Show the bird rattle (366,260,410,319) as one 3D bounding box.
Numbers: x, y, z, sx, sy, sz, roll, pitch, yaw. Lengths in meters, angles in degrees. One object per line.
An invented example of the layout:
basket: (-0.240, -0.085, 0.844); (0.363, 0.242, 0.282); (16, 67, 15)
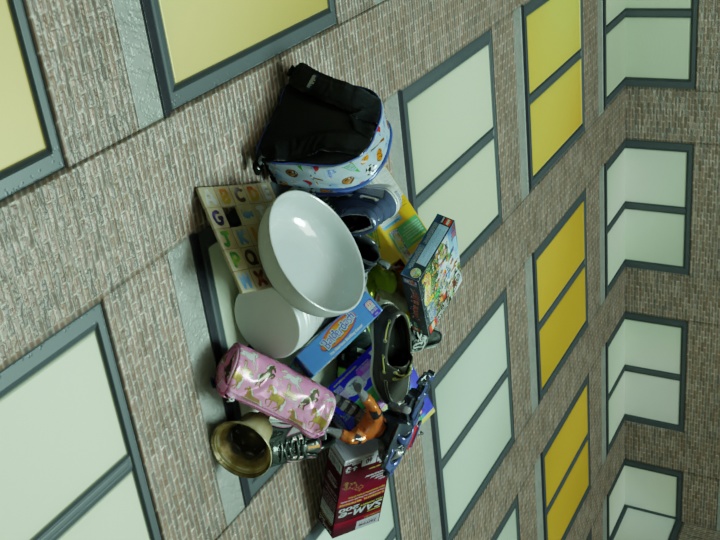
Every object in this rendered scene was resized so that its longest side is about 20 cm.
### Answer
bird rattle: (0.069, 0.005, 1.903); (0.163, 0.112, 0.200); (48, 40, -7)

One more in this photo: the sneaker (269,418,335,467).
sneaker: (-0.112, 0.288, 1.694); (0.199, 0.085, 0.082); (-19, 112, -57)

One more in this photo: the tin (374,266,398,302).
tin: (0.060, 0.043, 1.995); (0.199, 0.041, 0.114); (-27, 116, -56)

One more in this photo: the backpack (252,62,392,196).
backpack: (-0.046, -0.205, 1.578); (0.154, 0.188, 0.202); (48, 55, -54)

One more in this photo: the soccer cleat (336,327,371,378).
soccer cleat: (-0.014, 0.158, 1.865); (0.081, 0.067, 0.202); (-41, 133, -33)

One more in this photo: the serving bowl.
serving bowl: (-0.083, -0.016, 1.502); (0.199, 0.065, 0.202); (31, 44, -35)

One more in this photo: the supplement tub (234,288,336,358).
supplement tub: (-0.096, 0.040, 1.613); (0.200, 0.130, 0.134); (-40, 131, -52)

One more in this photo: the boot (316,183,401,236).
boot: (-0.035, -0.095, 1.623); (0.090, 0.198, 0.074); (-42, 118, -45)

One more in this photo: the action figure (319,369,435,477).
action figure: (0.041, 0.240, 1.733); (0.192, 0.104, 0.202); (26, 94, -38)

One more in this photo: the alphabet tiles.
alphabet tiles: (-0.147, -0.055, 1.514); (0.199, 0.008, 0.169); (-12, 74, -55)

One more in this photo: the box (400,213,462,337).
box: (0.131, 0.012, 1.806); (0.137, 0.037, 0.201); (-58, 156, -23)

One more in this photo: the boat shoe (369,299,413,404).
boat shoe: (0.058, 0.154, 1.748); (0.071, 0.060, 0.204); (-20, 116, -27)

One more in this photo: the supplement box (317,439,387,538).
supplement box: (-0.010, 0.387, 1.836); (0.108, 0.061, 0.202); (-13, 131, -28)

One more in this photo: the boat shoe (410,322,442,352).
boat shoe: (0.111, 0.135, 2.076); (0.199, 0.067, 0.075); (20, 80, -61)

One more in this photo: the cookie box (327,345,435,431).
cookie box: (0.034, 0.250, 1.874); (0.171, 0.075, 0.201); (-43, 138, -14)

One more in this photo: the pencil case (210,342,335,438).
pencil case: (-0.131, 0.189, 1.554); (0.198, 0.083, 0.087); (29, 94, -26)

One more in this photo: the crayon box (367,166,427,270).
crayon box: (0.047, -0.089, 1.816); (0.201, 0.051, 0.125); (56, 38, -1)

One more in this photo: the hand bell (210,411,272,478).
hand bell: (-0.154, 0.233, 1.626); (0.200, 0.103, 0.106); (-55, 143, -57)

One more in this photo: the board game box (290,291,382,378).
board game box: (-0.044, 0.114, 1.651); (0.152, 0.045, 0.200); (-43, 177, -13)

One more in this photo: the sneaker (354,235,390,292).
sneaker: (0.000, 0.000, 1.734); (0.201, 0.138, 0.078); (55, 49, -38)
